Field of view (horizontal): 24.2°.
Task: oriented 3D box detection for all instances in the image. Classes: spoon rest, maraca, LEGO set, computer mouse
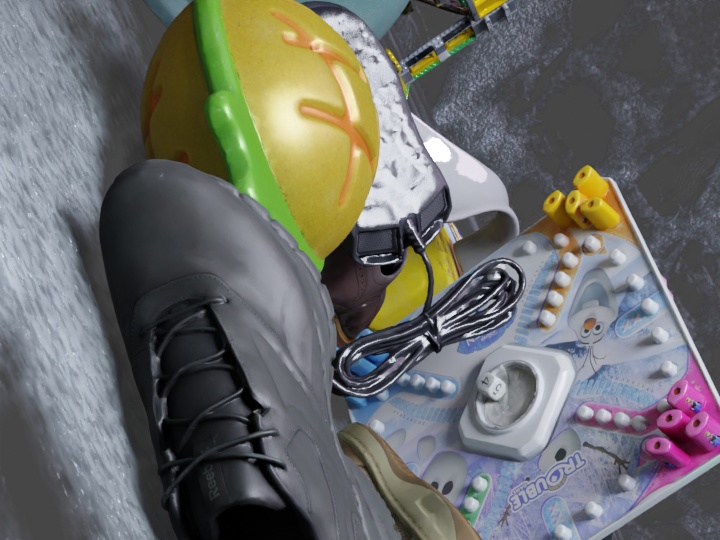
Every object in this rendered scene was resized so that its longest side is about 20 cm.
[{"bbox_3d":[0.047,-0.053,1.048,0.200,0.060,0.100,40,26,-54],"label":"spoon rest"},{"bbox_3d":[-0.044,-0.055,0.747,0.200,0.106,0.138,-99,164,-61],"label":"maraca"},{"bbox_3d":[0.008,-0.208,1.074,0.116,0.153,0.201,42,25,-74],"label":"LEGO set"},{"bbox_3d":[-0.016,-0.031,0.875,0.201,0.140,0.046,58,-25,-3],"label":"computer mouse"}]

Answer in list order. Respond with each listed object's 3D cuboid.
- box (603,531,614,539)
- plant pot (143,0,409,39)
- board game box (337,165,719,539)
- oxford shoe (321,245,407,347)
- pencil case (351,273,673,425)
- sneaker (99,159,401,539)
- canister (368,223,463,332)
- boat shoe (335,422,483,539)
[{"bbox_3d":[0.132,0.184,1.165,0.200,0.043,0.161,-95,-172,-67],"label":"box"},{"bbox_3d":[-0.031,-0.217,0.929,0.200,0.134,0.201,28,45,-32],"label":"plant pot"},{"bbox_3d":[0.078,0.066,0.886,0.026,0.200,0.201,38,24,-40],"label":"board game box"},{"bbox_3d":[0.000,0.000,0.996,0.200,0.072,0.072,10,56,-80],"label":"oxford shoe"},{"bbox_3d":[0.085,0.042,0.999,0.083,0.199,0.087,55,7,5],"label":"pencil case"},{"bbox_3d":[-0.042,0.052,0.588,0.201,0.076,0.091,65,14,7],"label":"sneaker"},{"bbox_3d":[0.049,0.019,1.229,0.200,0.086,0.149,49,19,-60],"label":"canister"},{"bbox_3d":[0.003,0.117,0.715,0.071,0.064,0.200,55,-8,-10],"label":"boat shoe"}]
